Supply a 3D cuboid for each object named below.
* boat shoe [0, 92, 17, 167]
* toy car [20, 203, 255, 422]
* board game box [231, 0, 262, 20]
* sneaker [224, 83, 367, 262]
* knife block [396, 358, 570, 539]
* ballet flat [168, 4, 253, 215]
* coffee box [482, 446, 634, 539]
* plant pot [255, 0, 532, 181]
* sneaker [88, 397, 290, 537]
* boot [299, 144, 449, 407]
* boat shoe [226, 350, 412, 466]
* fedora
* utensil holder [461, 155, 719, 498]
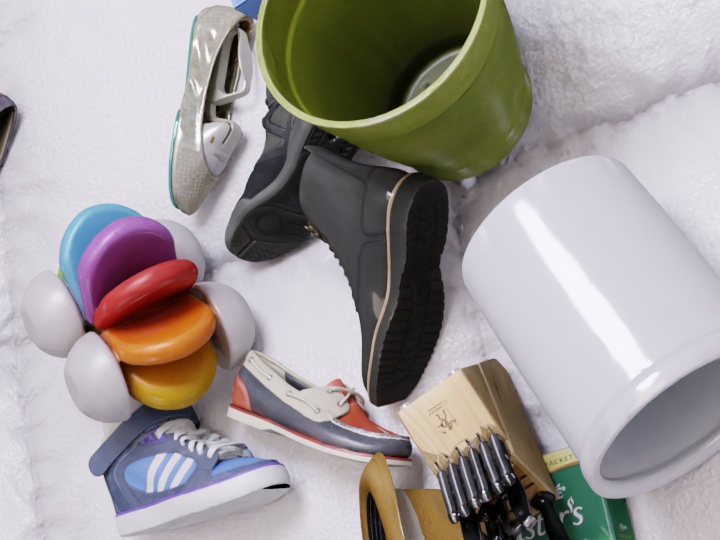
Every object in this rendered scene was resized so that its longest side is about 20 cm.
[{"bbox_3d":[-0.409,-0.093,1.806,0.064,0.072,0.202,20,86,40],"label":"boat shoe"},{"bbox_3d":[-0.199,0.022,1.559,0.174,0.151,0.200,-26,56,-22],"label":"toy car"},{"bbox_3d":[0.007,-0.262,1.509,0.199,0.151,0.037,-29,64,25],"label":"board game box"},{"bbox_3d":[-0.062,-0.103,1.576,0.200,0.076,0.115,-59,28,32],"label":"sneaker"},{"bbox_3d":[0.108,0.161,1.353,0.064,0.200,0.176,-34,82,13],"label":"knife block"},{"bbox_3d":[-0.136,-0.151,1.638,0.062,0.067,0.202,3,82,24],"label":"ballet flat"},{"bbox_3d":[0.158,0.243,1.366,0.122,0.044,0.202,-20,69,30],"label":"coffee box"},{"bbox_3d":[0.049,-0.167,1.424,0.198,0.193,0.202,-11,64,24],"label":"plant pot"},{"bbox_3d":[-0.156,0.149,1.576,0.199,0.080,0.148,-21,73,35],"label":"sneaker"},{"bbox_3d":[0.000,0.000,1.492,0.138,0.077,0.202,23,110,37],"label":"boot"},{"bbox_3d":[-0.033,0.121,1.510,0.199,0.071,0.063,16,86,39],"label":"boat shoe"},{"bbox_3d":[0.055,0.238,1.394,0.081,0.201,0.203,-9,70,-10],"label":"fedora"},{"bbox_3d":[0.189,0.038,1.314,0.170,0.169,0.201,-44,59,18],"label":"utensil holder"}]
